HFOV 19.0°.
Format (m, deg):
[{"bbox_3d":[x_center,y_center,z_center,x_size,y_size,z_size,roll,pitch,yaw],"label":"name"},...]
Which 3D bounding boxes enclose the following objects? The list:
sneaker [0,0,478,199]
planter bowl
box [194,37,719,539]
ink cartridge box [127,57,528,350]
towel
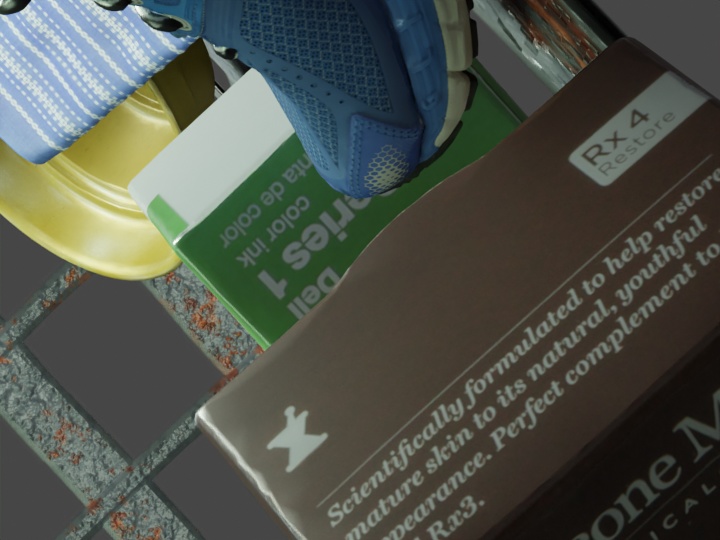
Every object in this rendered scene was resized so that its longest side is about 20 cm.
[{"bbox_3d":[-0.053,-0.078,0.394,0.200,0.089,0.079,49,178,-36],"label":"sneaker"},{"bbox_3d":[-0.136,-0.099,1.090,0.200,0.083,0.201,27,143,23],"label":"planter bowl"},{"bbox_3d":[0.069,0.065,0.397,0.200,0.100,0.075,51,176,-38],"label":"box"},{"bbox_3d":[0.039,0.029,0.570,0.200,0.084,0.145,47,177,-12],"label":"ink cartridge box"},{"bbox_3d":[-0.159,-0.128,0.980,0.145,0.024,0.200,45,146,-11],"label":"towel"}]
